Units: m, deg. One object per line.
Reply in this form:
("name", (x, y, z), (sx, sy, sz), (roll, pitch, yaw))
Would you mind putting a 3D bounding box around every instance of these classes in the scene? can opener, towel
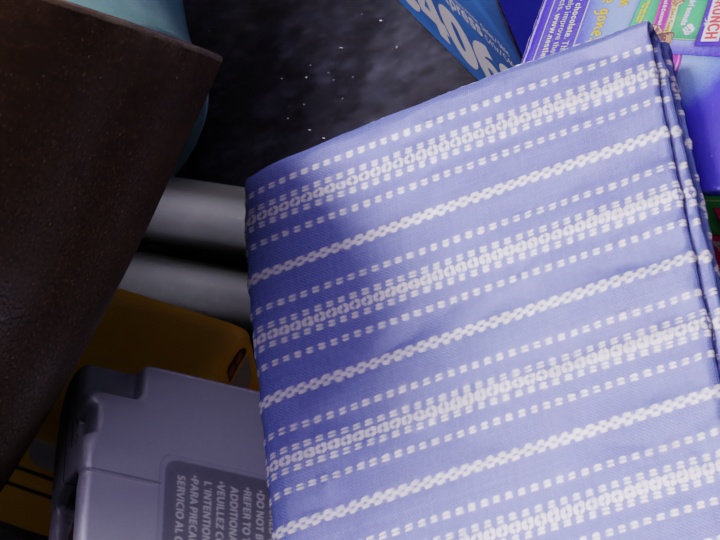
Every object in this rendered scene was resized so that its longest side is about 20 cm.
("can opener", (0.000, 0.000, 0.907), (0.199, 0.053, 0.066), (7, 17, 28))
("towel", (0.039, 0.034, 0.734), (0.144, 0.024, 0.201), (-19, 54, 18))

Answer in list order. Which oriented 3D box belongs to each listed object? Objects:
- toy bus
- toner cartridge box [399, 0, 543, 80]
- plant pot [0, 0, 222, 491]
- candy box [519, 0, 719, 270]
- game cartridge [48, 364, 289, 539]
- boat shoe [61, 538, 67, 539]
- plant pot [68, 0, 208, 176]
("toy bus", (-0.097, 0.044, 0.851), (0.199, 0.079, 0.065), (17, 55, 17))
("toner cartridge box", (0.031, -0.131, 0.977), (0.043, 0.095, 0.200), (-32, 42, -7))
("plant pot", (-0.156, 0.007, 0.749), (0.186, 0.186, 0.202), (19, 93, 37))
("candy box", (0.157, -0.067, 0.799), (0.199, 0.077, 0.170), (2, 54, 31))
("game cartridge", (-0.025, 0.127, 0.727), (0.042, 0.132, 0.201), (-49, 32, 46))
("boat shoe", (-0.064, 0.177, 0.741), (0.072, 0.071, 0.201), (-1, 57, -29))
("plant pot", (-0.155, -0.107, 0.975), (0.199, 0.200, 0.189), (-28, 62, -3))
